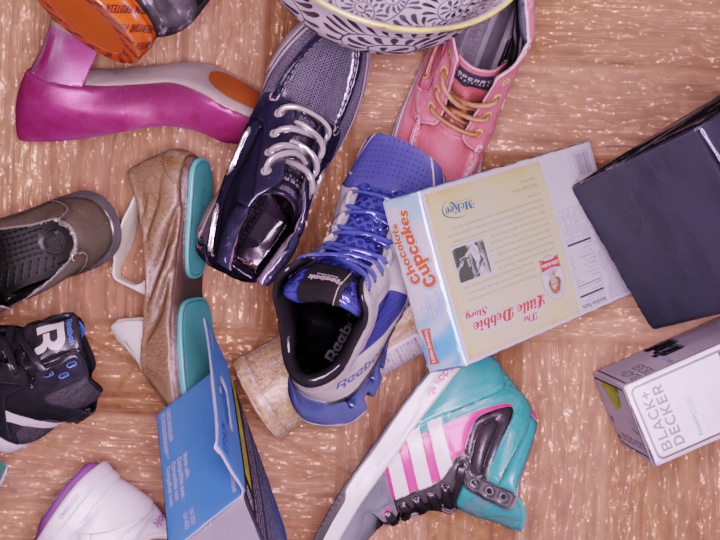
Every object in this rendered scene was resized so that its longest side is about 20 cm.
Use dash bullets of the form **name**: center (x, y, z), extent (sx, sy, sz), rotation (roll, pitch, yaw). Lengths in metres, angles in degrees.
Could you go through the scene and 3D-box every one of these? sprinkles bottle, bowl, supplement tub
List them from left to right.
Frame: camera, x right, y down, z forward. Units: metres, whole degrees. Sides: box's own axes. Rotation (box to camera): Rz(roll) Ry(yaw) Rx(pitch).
- **supplement tub**: center (-0.130, -0.246, 1.058), extent (0.122, 0.123, 0.201), rotation (36, 74, -3)
- **bowl**: center (0.008, -0.211, 1.032), extent (0.199, 0.094, 0.202), rotation (7, 60, -13)
- **sprinkles bottle**: center (0.009, 0.043, 1.119), extent (0.199, 0.068, 0.069), rotation (-31, 92, 0)

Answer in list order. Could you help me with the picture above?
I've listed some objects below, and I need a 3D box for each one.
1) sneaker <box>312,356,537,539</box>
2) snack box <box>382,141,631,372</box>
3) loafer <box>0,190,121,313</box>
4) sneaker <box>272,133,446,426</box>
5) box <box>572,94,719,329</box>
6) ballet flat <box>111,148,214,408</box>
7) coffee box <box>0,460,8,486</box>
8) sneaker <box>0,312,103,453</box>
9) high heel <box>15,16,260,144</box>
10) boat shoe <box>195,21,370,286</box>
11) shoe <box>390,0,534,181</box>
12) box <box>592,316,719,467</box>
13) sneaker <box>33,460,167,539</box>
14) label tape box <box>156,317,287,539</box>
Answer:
- **sneaker**: center (0.059, 0.159, 1.120), extent (0.120, 0.084, 0.201), rotation (37, 89, 7)
- **snack box**: center (0.105, -0.013, 1.073), extent (0.037, 0.199, 0.117), rotation (-14, 93, 44)
- **loafer**: center (-0.267, -0.001, 1.099), extent (0.199, 0.070, 0.076), rotation (-26, 92, 10)
- **sneaker**: center (0.000, 0.001, 1.036), extent (0.080, 0.115, 0.201), rotation (17, 78, 13)
- **box**: center (0.279, -0.068, 1.036), extent (0.196, 0.200, 0.124), rotation (-32, 91, -17)
- **ballet flat**: center (-0.143, 0.015, 1.121), extent (0.072, 0.068, 0.202), rotation (-1, 92, 18)
- **coffee box**: center (-0.353, 0.128, 1.080), extent (0.199, 0.044, 0.123), rotation (32, 135, -9)
- **sneaker**: center (-0.248, 0.050, 1.052), extent (0.111, 0.200, 0.073), rotation (-26, 57, 14)
- **high heel**: center (-0.145, -0.104, 1.120), extent (0.199, 0.067, 0.096), rotation (19, 114, -12)
- **boat shoe**: center (-0.043, -0.079, 1.052), extent (0.074, 0.093, 0.201), rotation (23, 96, -18)
- **shoe**: center (0.069, -0.123, 1.104), extent (0.071, 0.091, 0.202), rotation (18, 91, -2)
- **box**: center (0.273, 0.065, 1.104), extent (0.199, 0.117, 0.061), rotation (-24, 92, 0)
- **sneaker**: center (-0.209, 0.240, 1.114), extent (0.099, 0.075, 0.201), rotation (34, 90, -1)
- **label tape box**: center (-0.095, 0.156, 1.042), extent (0.066, 0.144, 0.201), rotation (-18, 123, 1)
